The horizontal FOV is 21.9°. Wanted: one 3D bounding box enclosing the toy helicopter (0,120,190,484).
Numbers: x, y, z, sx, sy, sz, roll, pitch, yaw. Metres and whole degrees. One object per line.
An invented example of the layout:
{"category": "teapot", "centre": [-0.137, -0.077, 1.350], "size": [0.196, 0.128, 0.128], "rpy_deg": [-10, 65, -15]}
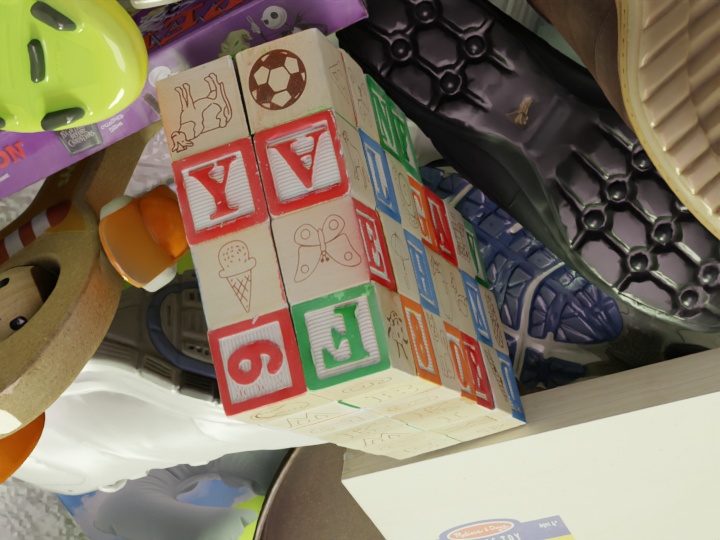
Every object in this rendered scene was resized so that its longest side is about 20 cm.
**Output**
{"category": "toy helicopter", "centre": [-0.105, -0.018, 0.688], "size": [0.132, 0.201, 0.079], "rpy_deg": [-20, 125, 34]}

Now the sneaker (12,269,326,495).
{"category": "sneaker", "centre": [-0.097, 0.051, 0.767], "size": [0.198, 0.075, 0.088], "rpy_deg": [4, 130, 3]}

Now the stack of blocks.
{"category": "stack of blocks", "centre": [0.000, 0.000, 0.680], "size": [0.058, 0.116, 0.200], "rpy_deg": [-17, 166, 14]}

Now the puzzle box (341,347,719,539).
{"category": "puzzle box", "centre": [0.107, 0.099, 0.792], "size": [0.199, 0.026, 0.133], "rpy_deg": [-15, 131, 24]}

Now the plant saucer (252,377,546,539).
{"category": "plant saucer", "centre": [0.031, 0.116, 0.864], "size": [0.199, 0.032, 0.202], "rpy_deg": [-13, 118, -26]}

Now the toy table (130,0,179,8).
{"category": "toy table", "centre": [-0.086, -0.195, 0.616], "size": [0.199, 0.118, 0.185], "rpy_deg": [-21, 125, 9]}

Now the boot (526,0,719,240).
{"category": "boot", "centre": [0.094, -0.095, 0.642], "size": [0.072, 0.166, 0.201], "rpy_deg": [-29, 93, -2]}

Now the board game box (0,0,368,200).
{"category": "board game box", "centre": [-0.092, -0.081, 0.692], "size": [0.199, 0.120, 0.032], "rpy_deg": [-25, 121, 10]}

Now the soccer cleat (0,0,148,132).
{"category": "soccer cleat", "centre": [-0.146, -0.094, 0.654], "size": [0.199, 0.084, 0.065], "rpy_deg": [11, 121, 32]}

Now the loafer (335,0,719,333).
{"category": "loafer", "centre": [0.076, -0.051, 0.734], "size": [0.200, 0.070, 0.068], "rpy_deg": [38, 97, -3]}

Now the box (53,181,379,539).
{"category": "box", "centre": [-0.085, 0.068, 0.845], "size": [0.121, 0.048, 0.201], "rpy_deg": [-24, 125, 10]}

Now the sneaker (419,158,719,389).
{"category": "sneaker", "centre": [0.104, 0.014, 0.816], "size": [0.199, 0.085, 0.077], "rpy_deg": [35, 121, -2]}
